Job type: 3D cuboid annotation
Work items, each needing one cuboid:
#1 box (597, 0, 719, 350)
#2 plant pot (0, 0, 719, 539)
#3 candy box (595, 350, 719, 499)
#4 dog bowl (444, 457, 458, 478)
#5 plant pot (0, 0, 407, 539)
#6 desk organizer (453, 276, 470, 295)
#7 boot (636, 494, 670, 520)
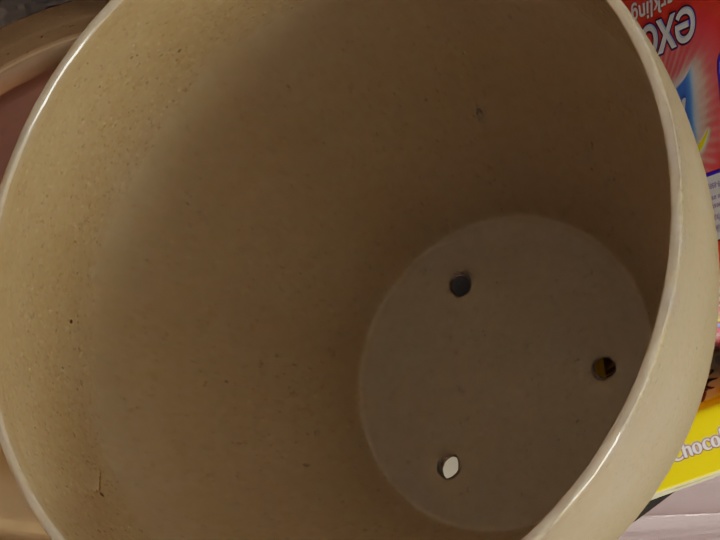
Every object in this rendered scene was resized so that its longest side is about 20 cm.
[{"bbox_3d":[0.130,-0.041,0.792,0.095,0.101,0.200,4,167,-28],"label":"box"},{"bbox_3d":[0.016,0.014,0.736,0.199,0.202,0.134,-7,160,25],"label":"plant pot"},{"bbox_3d":[0.131,0.032,0.932,0.101,0.027,0.200,-18,-172,4],"label":"candy box"},{"bbox_3d":[-0.023,0.068,0.984,0.198,0.059,0.200,-8,179,0],"label":"dog bowl"},{"bbox_3d":[-0.081,-0.006,0.840,0.199,0.202,0.093,3,-152,-27],"label":"plant pot"},{"bbox_3d":[0.000,0.000,0.977,0.198,0.072,0.077,-7,178,-20],"label":"desk organizer"},{"bbox_3d":[0.197,0.068,1.041,0.199,0.165,0.066,25,152,24],"label":"boot"}]
